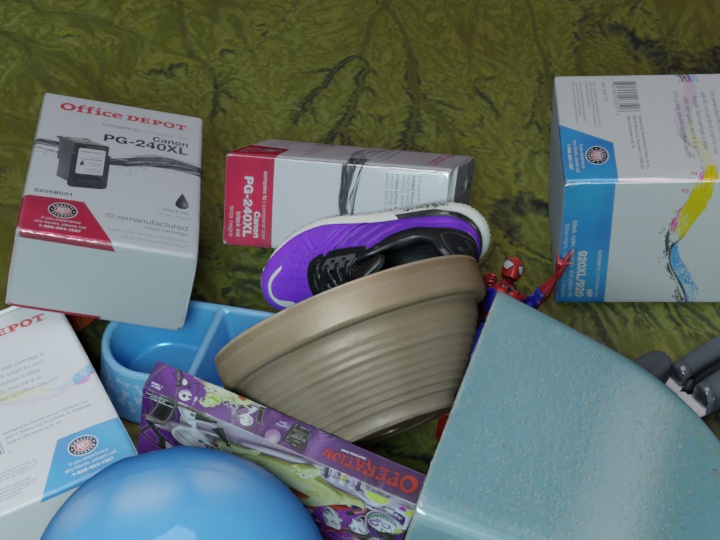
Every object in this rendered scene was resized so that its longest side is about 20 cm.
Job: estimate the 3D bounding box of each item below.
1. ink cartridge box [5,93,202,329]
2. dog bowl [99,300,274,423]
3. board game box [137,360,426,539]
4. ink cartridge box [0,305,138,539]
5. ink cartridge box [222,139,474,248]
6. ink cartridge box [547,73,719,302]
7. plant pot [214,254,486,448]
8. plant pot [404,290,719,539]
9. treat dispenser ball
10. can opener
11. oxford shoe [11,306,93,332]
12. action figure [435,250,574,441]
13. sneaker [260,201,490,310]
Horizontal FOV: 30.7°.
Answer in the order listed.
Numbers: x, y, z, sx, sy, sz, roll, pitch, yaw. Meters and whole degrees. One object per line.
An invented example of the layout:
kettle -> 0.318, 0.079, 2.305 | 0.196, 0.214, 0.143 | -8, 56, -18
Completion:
ink cartridge box -> -0.212, -0.055, 1.108 | 0.144, 0.084, 0.201 | 8, 39, -13
dog bowl -> -0.126, 0.077, 1.091 | 0.198, 0.050, 0.112 | 9, 45, 13
board game box -> -0.060, 0.142, 0.909 | 0.198, 0.120, 0.032 | 22, 55, 6
ink cartridge box -> -0.268, 0.130, 1.023 | 0.143, 0.085, 0.200 | -22, 47, -19
ink cartridge box -> -0.006, -0.064, 1.160 | 0.198, 0.084, 0.145 | 6, 11, 11
ink cartridge box -> 0.268, -0.071, 1.142 | 0.198, 0.146, 0.148 | 0, 44, 5
plant pot -> 0.005, 0.070, 0.919 | 0.199, 0.201, 0.093 | -18, 77, -14
plant pot -> 0.139, 0.173, 0.878 | 0.198, 0.197, 0.197 | 20, 47, 7
treat dispenser ball -> -0.114, 0.214, 0.836 | 0.198, 0.202, 0.202 | -2, 43, 2
can opener -> 0.274, 0.078, 1.043 | 0.199, 0.067, 0.053 | -28, 49, -22
oxford shoe -> -0.263, -0.003, 1.178 | 0.072, 0.072, 0.200 | 10, 35, 20
action figure -> 0.118, 0.045, 1.070 | 0.065, 0.099, 0.201 | 23, 44, -3
sneaker -> 0.000, -0.001, 1.043 | 0.198, 0.070, 0.100 | -15, 20, 21
